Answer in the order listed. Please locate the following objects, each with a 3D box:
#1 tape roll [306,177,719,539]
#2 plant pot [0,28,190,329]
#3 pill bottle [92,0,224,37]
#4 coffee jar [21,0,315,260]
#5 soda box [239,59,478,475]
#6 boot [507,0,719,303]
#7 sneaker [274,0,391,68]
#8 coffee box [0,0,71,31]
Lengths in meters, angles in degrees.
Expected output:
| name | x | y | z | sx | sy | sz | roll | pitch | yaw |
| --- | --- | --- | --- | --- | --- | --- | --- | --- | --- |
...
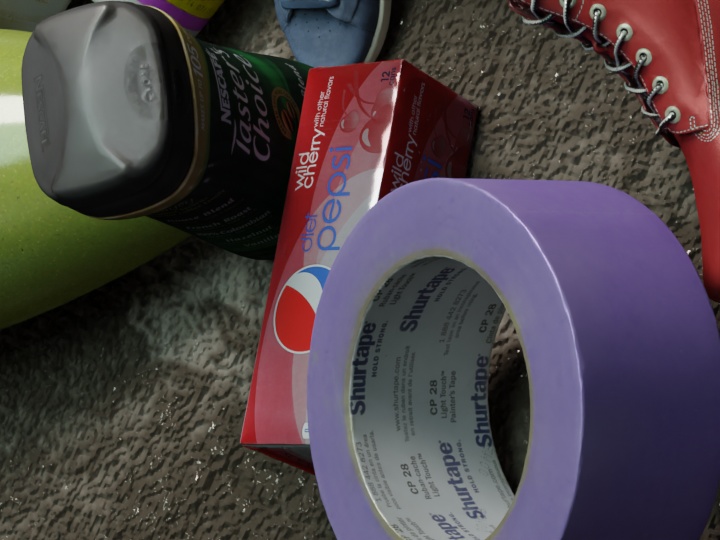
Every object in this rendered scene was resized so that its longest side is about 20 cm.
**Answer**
| name | x | y | z | sx | sy | sz | roll | pitch | yaw |
| --- | --- | --- | --- | --- | --- | --- | --- | --- | --- |
| tape roll | 0.065 | 0.059 | 1.214 | 0.200 | 0.085 | 0.201 | -1 | 89 | 55 |
| plant pot | -0.180 | -0.055 | 1.492 | 0.200 | 0.187 | 0.188 | -7 | 66 | 27 |
| pill bottle | -0.079 | -0.229 | 1.510 | 0.200 | 0.104 | 0.104 | -50 | 46 | 13 |
| coffee jar | -0.086 | -0.069 | 1.365 | 0.085 | 0.200 | 0.105 | -15 | 76 | 27 |
| soda box | 0.000 | 0.000 | 1.357 | 0.063 | 0.070 | 0.201 | -3 | 70 | 39 |
| boot | 0.124 | -0.084 | 1.217 | 0.072 | 0.144 | 0.201 | 125 | 148 | -76 |
| sneaker | -0.039 | -0.189 | 1.415 | 0.075 | 0.084 | 0.201 | -2 | 105 | 32 |
| coffee box | -0.312 | -0.196 | 1.631 | 0.198 | 0.199 | 0.200 | -56 | 44 | 17 |
